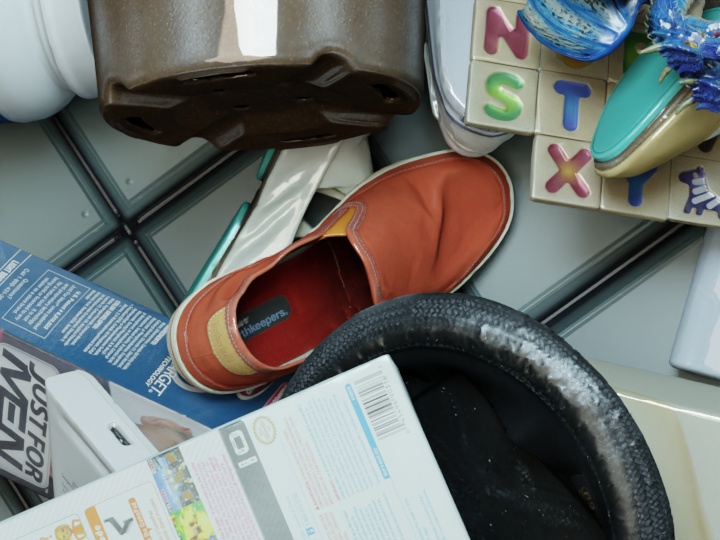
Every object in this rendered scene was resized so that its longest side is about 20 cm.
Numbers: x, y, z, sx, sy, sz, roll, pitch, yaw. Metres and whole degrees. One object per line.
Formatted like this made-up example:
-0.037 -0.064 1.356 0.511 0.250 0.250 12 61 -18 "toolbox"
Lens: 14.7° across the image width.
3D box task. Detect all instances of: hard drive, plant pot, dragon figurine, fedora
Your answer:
-0.111 0.164 1.329 0.026 0.132 0.200 -15 120 -23 "hard drive"
-0.050 -0.168 1.302 0.200 0.200 0.199 -6 79 13 "plant pot"
0.104 -0.137 1.268 0.200 0.059 0.099 23 56 25 "dragon figurine"
0.057 0.105 1.266 0.200 0.092 0.201 1 94 21 "fedora"

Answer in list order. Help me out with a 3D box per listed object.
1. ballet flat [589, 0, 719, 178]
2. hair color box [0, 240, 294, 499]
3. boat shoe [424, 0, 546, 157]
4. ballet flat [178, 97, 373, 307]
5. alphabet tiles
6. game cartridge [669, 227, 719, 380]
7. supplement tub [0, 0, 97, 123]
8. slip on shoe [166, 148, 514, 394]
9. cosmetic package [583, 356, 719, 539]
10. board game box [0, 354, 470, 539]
0.177 -0.111 1.311 0.063 0.069 0.200 39 67 -21 "ballet flat"
-0.114 0.074 1.386 0.200 0.061 0.100 24 132 15 "hair color box"
0.058 -0.151 1.381 0.071 0.070 0.200 2 69 -11 "boat shoe"
-0.032 -0.032 1.404 0.069 0.069 0.200 27 96 15 "ballet flat"
0.136 -0.118 1.341 0.166 0.006 0.200 9 68 -8 "alphabet tiles"
0.260 0.009 1.337 0.200 0.042 0.133 15 93 15 "game cartridge"
-0.219 -0.144 1.411 0.200 0.145 0.145 -3 84 14 "supplement tub"
0.000 0.000 1.348 0.200 0.061 0.074 -28 98 -28 "slip on shoe"
0.112 0.098 1.335 0.200 0.073 0.104 12 100 17 "cosmetic package"
-0.049 0.143 1.192 0.200 0.064 0.148 -23 84 -1 "board game box"
